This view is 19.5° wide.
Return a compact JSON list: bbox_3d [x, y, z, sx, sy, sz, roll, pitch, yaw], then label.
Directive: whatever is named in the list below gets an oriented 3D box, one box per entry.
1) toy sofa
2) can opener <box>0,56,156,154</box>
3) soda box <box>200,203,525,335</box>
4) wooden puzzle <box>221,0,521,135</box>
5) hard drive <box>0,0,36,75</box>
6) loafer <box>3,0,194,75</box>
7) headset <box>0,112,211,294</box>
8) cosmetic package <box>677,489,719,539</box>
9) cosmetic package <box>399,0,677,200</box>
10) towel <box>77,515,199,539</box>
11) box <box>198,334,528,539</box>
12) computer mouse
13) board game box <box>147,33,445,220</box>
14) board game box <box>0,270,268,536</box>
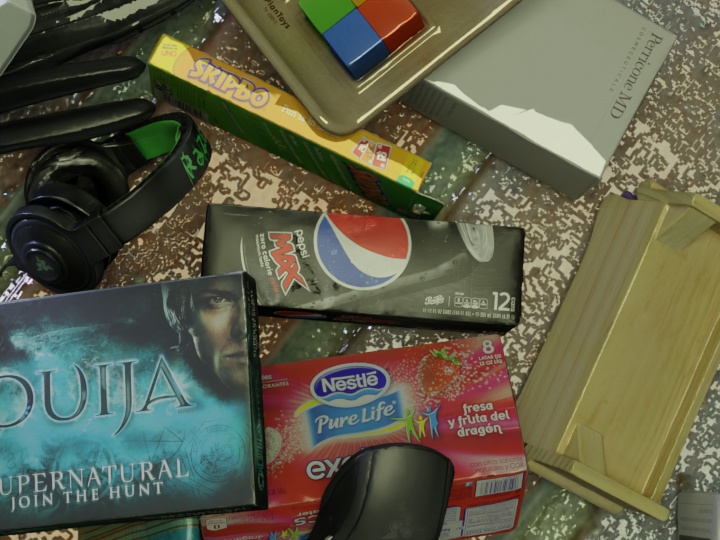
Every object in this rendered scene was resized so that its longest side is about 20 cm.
[{"bbox_3d":[0.176,0.050,1.325,0.083,0.098,0.200,28,82,-25],"label":"toy sofa"},{"bbox_3d":[-0.224,-0.093,1.283,0.199,0.079,0.064,-17,110,10],"label":"can opener"},{"bbox_3d":[0.000,0.000,1.314,0.199,0.071,0.064,4,83,-3],"label":"soda box"},{"bbox_3d":[0.007,-0.208,1.270,0.200,0.046,0.185,-37,72,-3],"label":"wooden puzzle"},{"bbox_3d":[-0.248,-0.155,1.242,0.027,0.200,0.132,25,116,-32],"label":"hard drive"},{"bbox_3d":[-0.179,-0.171,1.318,0.200,0.068,0.071,-24,105,-3],"label":"loafer"},{"bbox_3d":[-0.187,-0.042,1.282,0.200,0.124,0.094,-29,113,17],"label":"headset"},{"bbox_3d":[0.295,0.244,1.283,0.199,0.123,0.201,6,85,-3],"label":"cosmetic package"},{"bbox_3d":[0.085,-0.143,1.330,0.200,0.081,0.113,27,80,1],"label":"cosmetic package"},{"bbox_3d":[-0.132,0.134,1.253,0.022,0.147,0.201,6,75,-32],"label":"towel"},{"bbox_3d":[-0.005,0.113,1.276,0.199,0.100,0.096,-8,61,-4],"label":"box"},{"bbox_3d":[0.024,0.182,1.239,0.140,0.200,0.046,13,43,-23],"label":"computer mouse"},{"bbox_3d":[-0.038,-0.085,1.308,0.200,0.096,0.030,28,82,-1],"label":"board game box"},{"bbox_3d":[-0.154,0.078,1.198,0.199,0.028,0.136,-7,76,13],"label":"board game box"}]
